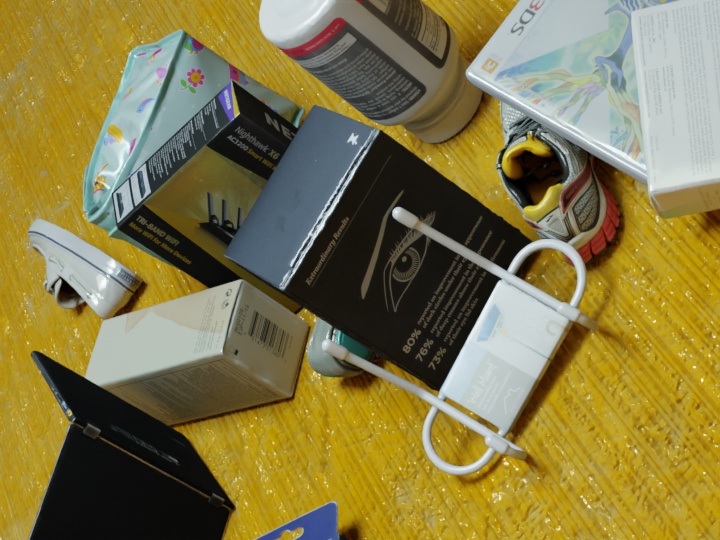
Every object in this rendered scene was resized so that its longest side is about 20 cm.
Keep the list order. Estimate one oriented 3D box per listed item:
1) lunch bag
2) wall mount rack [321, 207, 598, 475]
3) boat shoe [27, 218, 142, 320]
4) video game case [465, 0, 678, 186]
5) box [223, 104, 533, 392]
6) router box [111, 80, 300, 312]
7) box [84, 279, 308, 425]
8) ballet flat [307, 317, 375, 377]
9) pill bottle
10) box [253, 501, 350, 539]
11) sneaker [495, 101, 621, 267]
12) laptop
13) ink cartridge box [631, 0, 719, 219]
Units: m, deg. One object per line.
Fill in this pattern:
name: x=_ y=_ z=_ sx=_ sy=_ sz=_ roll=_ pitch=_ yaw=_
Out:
lunch bag: x=-0.165 y=-0.098 z=1.880 sx=0.122 sy=0.170 sz=0.201 roll=-10 pitch=57 yaw=52
wall mount rack: x=0.079 y=0.050 z=1.501 sx=0.173 sy=0.075 sz=0.201 roll=29 pitch=92 yaw=21
boat shoe: x=-0.302 y=0.004 z=2.051 sx=0.200 sy=0.071 sz=0.070 roll=26 pitch=81 yaw=48
video game case: x=0.211 y=-0.180 z=1.550 sx=0.200 sy=0.022 sz=0.183 roll=34 pitch=83 yaw=30
box: x=0.017 y=-0.017 z=1.574 sx=0.148 sy=0.200 sz=0.104 roll=-58 pitch=34 yaw=-4
router box: x=-0.094 y=-0.054 z=1.736 sx=0.157 sy=0.200 sz=0.052 roll=-41 pitch=38 yaw=20
box: x=-0.152 y=0.080 z=1.791 sx=0.199 sy=0.095 sz=0.078 roll=-14 pitch=51 yaw=41
ballet flat: x=0.000 y=0.000 z=1.701 sx=0.064 sy=0.067 sz=0.201 roll=-16 pitch=50 yaw=56
pill bottle: x=0.015 y=-0.196 z=1.719 sx=0.110 sy=0.200 sz=0.111 roll=-29 pitch=42 yaw=31
box: x=-0.051 y=0.292 z=1.555 sx=0.121 sy=0.032 sz=0.201 roll=-30 pitch=44 yaw=31
sneaker: x=0.150 y=-0.096 z=1.584 sx=0.078 sy=0.082 sz=0.201 roll=-40 pitch=37 yaw=20
laptop: x=-0.217 y=0.196 z=1.691 sx=0.116 sy=0.187 sz=0.200 roll=-51 pitch=36 yaw=5
ink cartridge box: x=0.305 y=-0.135 z=1.451 sx=0.199 sy=0.050 sz=0.162 roll=-10 pitch=63 yaw=17
